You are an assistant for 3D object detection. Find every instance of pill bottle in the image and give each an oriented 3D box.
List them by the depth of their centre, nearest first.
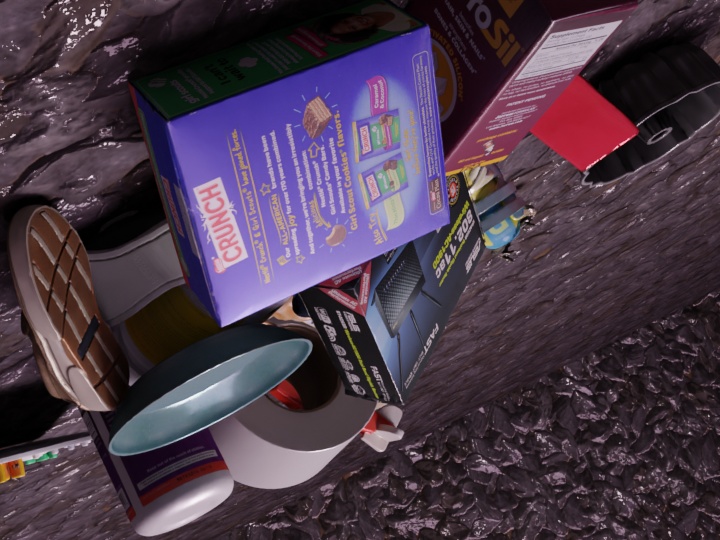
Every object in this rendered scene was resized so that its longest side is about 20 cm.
[{"bbox_3d":[-0.153,0.033,1.044,0.112,0.112,0.200,-11,157,-48],"label":"pill bottle"},{"bbox_3d":[-0.220,0.165,1.175,0.112,0.200,0.112,-27,164,-8],"label":"pill bottle"}]

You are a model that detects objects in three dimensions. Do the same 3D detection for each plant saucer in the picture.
[{"bbox_3d":[-0.138,0.099,1.000,0.200,0.036,0.200,-29,165,-8],"label":"plant saucer"}]

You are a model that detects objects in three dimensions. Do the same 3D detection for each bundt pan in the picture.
[{"bbox_3d":[0.316,-0.180,1.267,0.202,0.076,0.202,-28,164,-9],"label":"bundt pan"}]

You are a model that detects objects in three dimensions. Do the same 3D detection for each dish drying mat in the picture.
[{"bbox_3d":[0.198,-0.159,1.111,0.077,0.018,0.200,-36,143,24],"label":"dish drying mat"}]

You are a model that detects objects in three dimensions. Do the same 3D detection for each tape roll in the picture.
[{"bbox_3d":[-0.093,0.139,1.319,0.202,0.203,0.139,-20,161,-31],"label":"tape roll"}]

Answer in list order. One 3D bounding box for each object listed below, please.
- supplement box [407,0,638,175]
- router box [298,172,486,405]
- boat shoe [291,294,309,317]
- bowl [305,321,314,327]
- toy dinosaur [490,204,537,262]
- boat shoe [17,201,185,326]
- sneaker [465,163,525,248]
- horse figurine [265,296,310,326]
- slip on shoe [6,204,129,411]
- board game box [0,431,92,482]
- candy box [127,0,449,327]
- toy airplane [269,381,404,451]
[{"bbox_3d":[0.098,-0.171,0.847,0.086,0.111,0.200,-18,161,-32],"label":"supplement box"},{"bbox_3d":[0.032,-0.007,0.980,0.200,0.062,0.150,-59,143,-33],"label":"router box"},{"bbox_3d":[-0.015,-0.040,1.051,0.069,0.084,0.200,-24,-157,47],"label":"boat shoe"},{"bbox_3d":[0.000,0.000,1.184,0.201,0.200,0.094,107,2,-68],"label":"bowl"},{"bbox_3d":[0.183,-0.046,1.519,0.088,0.048,0.200,1,150,-34],"label":"toy dinosaur"},{"bbox_3d":[-0.189,-0.008,0.935,0.200,0.076,0.060,-18,-152,14],"label":"boat shoe"},{"bbox_3d":[0.103,-0.089,1.080,0.079,0.131,0.200,-32,163,13],"label":"sneaker"},{"bbox_3d":[-0.087,0.039,1.146,0.200,0.050,0.132,-8,150,42],"label":"horse figurine"},{"bbox_3d":[-0.241,0.034,0.886,0.060,0.076,0.200,3,137,18],"label":"slip on shoe"},{"bbox_3d":[-0.370,0.207,1.239,0.200,0.026,0.200,-15,176,38],"label":"board game box"},{"bbox_3d":[-0.044,-0.079,0.805,0.200,0.077,0.169,-25,128,-21],"label":"candy box"},{"bbox_3d":[-0.020,0.197,1.742,0.199,0.141,0.199,0,159,19],"label":"toy airplane"}]
